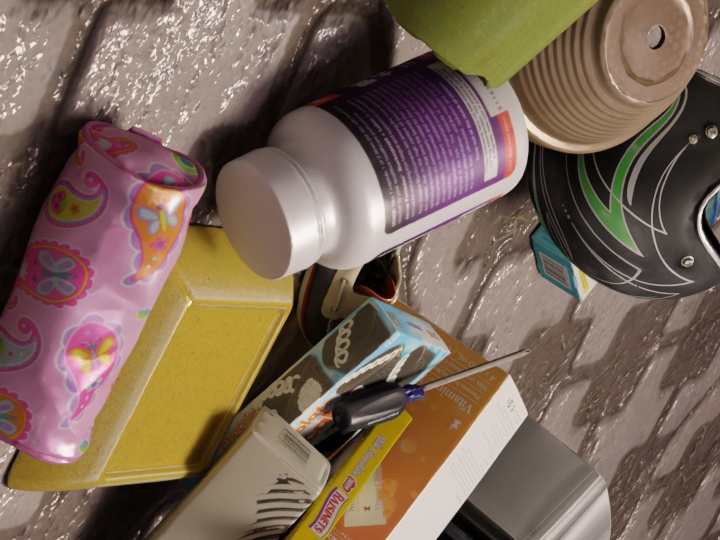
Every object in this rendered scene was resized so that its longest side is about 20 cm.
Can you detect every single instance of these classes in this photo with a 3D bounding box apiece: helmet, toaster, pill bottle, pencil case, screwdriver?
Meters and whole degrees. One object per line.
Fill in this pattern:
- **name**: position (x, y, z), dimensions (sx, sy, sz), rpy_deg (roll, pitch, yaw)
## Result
- **helmet**: position (0.231, -0.078, 1.778), dimensions (0.200, 0.199, 0.192), rpy_deg (7, 110, -64)
- **toaster**: position (0.127, 0.217, 1.951), dimensions (0.119, 0.200, 0.181), rpy_deg (-43, 152, -18)
- **pill bottle**: position (0.006, -0.068, 1.457), dimensions (0.199, 0.111, 0.112), rpy_deg (-26, 143, -33)
- **pencil case**: position (-0.164, 0.014, 1.290), dimensions (0.087, 0.087, 0.201), rpy_deg (-10, 129, -59)
- **screwdriver**: position (0.057, 0.088, 1.640), dimensions (0.199, 0.028, 0.029), rpy_deg (-12, 119, -41)

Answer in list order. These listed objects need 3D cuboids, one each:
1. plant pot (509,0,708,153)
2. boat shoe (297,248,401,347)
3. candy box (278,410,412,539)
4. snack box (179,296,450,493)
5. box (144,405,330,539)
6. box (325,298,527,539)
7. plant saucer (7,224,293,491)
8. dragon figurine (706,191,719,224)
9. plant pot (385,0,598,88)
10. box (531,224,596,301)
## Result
- **plant pot**: position (0.187, -0.178, 1.603), dimensions (0.200, 0.093, 0.203), rpy_deg (-11, 112, -30)
- **boat shoe**: position (0.000, 0.000, 1.606), dimensions (0.071, 0.062, 0.201), rpy_deg (-41, 153, -36)
- **candy box**: position (-0.035, 0.179, 1.589), dimensions (0.102, 0.026, 0.200), rpy_deg (-43, -176, 40)
- **snack box**: position (-0.035, 0.105, 1.629), dimensions (0.200, 0.037, 0.116), rpy_deg (-41, 158, 11)
- **box**: position (-0.111, 0.196, 1.551), dimensions (0.200, 0.068, 0.082), rpy_deg (-49, -178, 12)
- **box**: position (0.022, 0.145, 1.752), dimensions (0.200, 0.124, 0.098), rpy_deg (-52, 156, -11)
- **plant saucer**: position (-0.125, 0.069, 1.469), dimensions (0.201, 0.048, 0.200), rpy_deg (-62, 155, 12)
- **dragon figurine**: position (0.279, -0.066, 1.932), dimensions (0.099, 0.059, 0.201), rpy_deg (-30, 133, -34)
- **plant pot**: position (0.102, -0.225, 1.400), dimensions (0.190, 0.200, 0.200), rpy_deg (-50, 158, 14)
- **box**: position (0.236, -0.075, 1.978), dimensions (0.200, 0.049, 0.082), rpy_deg (-51, 155, -14)
